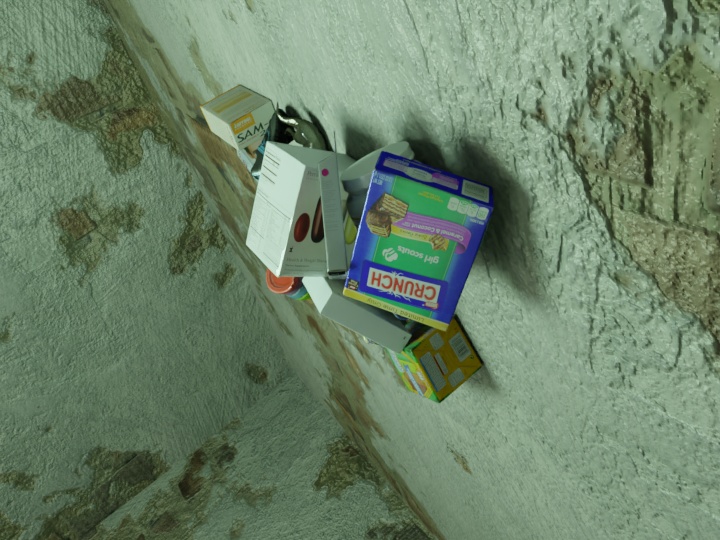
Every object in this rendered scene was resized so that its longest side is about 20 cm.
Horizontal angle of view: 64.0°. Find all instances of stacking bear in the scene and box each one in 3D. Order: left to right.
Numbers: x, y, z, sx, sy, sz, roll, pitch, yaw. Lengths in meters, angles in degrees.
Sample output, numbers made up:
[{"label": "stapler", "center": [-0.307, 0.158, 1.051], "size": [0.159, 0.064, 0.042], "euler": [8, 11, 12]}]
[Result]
[{"label": "stacking bear", "center": [-0.126, 0.024, 1.434], "size": [0.112, 0.197, 0.125], "euler": [-21, 61, 39]}]

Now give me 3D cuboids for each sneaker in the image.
[{"label": "sneaker", "center": [-0.194, -0.279, 1.257], "size": [0.074, 0.080, 0.204], "euler": [50, -150, -36]}]

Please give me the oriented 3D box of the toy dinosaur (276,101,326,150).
[{"label": "toy dinosaur", "center": [-0.105, -0.270, 1.212], "size": [0.101, 0.076, 0.205], "euler": [-1, 116, 56]}]

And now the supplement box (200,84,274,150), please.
[{"label": "supplement box", "center": [-0.301, -0.382, 1.431], "size": [0.199, 0.124, 0.075], "euler": [38, 156, 47]}]

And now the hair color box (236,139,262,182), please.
[{"label": "hair color box", "center": [-0.226, -0.266, 1.471], "size": [0.201, 0.098, 0.061], "euler": [51, 163, 17]}]

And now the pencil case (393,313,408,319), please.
[{"label": "pencil case", "center": [0.042, 0.020, 1.129], "size": [0.199, 0.085, 0.080], "euler": [36, 133, 47]}]

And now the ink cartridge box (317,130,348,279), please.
[{"label": "ink cartridge box", "center": [-0.042, -0.094, 0.867], "size": [0.095, 0.036, 0.207], "euler": [98, 169, -83]}]

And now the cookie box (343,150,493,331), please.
[{"label": "cookie box", "center": [0.077, -0.038, 0.813], "size": [0.166, 0.076, 0.205], "euler": [18, 122, 4]}]

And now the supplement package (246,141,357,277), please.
[{"label": "supplement package", "center": [-0.086, -0.110, 1.081], "size": [0.146, 0.187, 0.206], "euler": [37, 118, 44]}]

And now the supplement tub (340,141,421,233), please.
[{"label": "supplement tub", "center": [0.062, -0.084, 0.922], "size": [0.144, 0.143, 0.204], "euler": [19, 139, 62]}]

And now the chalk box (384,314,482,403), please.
[{"label": "chalk box", "center": [0.136, 0.173, 1.201], "size": [0.127, 0.122, 0.199], "euler": [58, 162, -7]}]

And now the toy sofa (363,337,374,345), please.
[{"label": "toy sofa", "center": [0.009, 0.071, 1.385], "size": [0.203, 0.082, 0.097], "euler": [56, -167, 4]}]

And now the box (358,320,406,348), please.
[{"label": "box", "center": [0.005, 0.098, 1.270], "size": [0.198, 0.066, 0.069], "euler": [33, 154, -27]}]

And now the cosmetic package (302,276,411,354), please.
[{"label": "cosmetic package", "center": [-0.009, 0.073, 1.129], "size": [0.197, 0.052, 0.151], "euler": [30, -172, -27]}]
